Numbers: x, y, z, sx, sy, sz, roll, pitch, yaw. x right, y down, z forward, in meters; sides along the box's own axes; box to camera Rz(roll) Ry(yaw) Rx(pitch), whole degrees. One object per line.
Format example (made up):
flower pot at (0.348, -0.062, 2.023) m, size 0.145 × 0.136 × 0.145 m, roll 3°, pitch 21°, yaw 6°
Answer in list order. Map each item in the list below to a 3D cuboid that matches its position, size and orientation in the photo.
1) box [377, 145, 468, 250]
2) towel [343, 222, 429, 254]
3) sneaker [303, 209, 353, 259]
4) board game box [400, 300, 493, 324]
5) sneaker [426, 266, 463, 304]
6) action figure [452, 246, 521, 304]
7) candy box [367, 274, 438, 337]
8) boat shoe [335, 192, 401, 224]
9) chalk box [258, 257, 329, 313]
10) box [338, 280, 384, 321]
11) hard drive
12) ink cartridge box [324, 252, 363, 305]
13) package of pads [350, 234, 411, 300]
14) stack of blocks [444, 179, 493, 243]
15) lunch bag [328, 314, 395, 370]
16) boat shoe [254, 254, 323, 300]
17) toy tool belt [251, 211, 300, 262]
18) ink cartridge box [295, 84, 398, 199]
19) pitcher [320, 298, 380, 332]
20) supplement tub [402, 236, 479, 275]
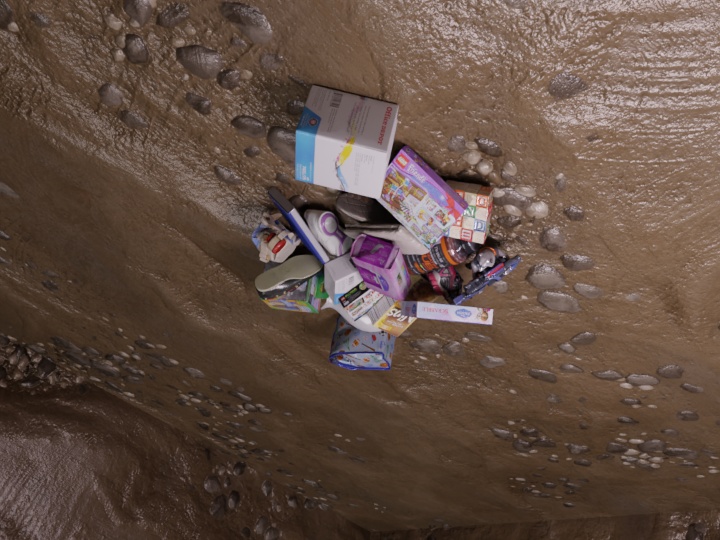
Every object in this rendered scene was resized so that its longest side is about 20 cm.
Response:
box at (0.132, -0.165, 1.511) m, size 0.200 × 0.039 × 0.137 m, roll 44°, pitch 125°, yaw 1°
towel at (0.061, -0.078, 1.630) m, size 0.196 × 0.035 × 0.131 m, roll 4°, pitch 163°, yaw 44°
sneaker at (-0.083, -0.099, 1.765) m, size 0.098 × 0.076 × 0.201 m, roll 20°, pitch 155°, yaw 37°
board game box at (0.216, 0.108, 1.701) m, size 0.193 × 0.043 × 0.199 m, roll 6°, pitch 177°, yaw -7°
sneaker at (0.244, 0.036, 1.765) m, size 0.074 × 0.082 × 0.199 m, roll -30°, pitch 161°, yaw 15°
action figure at (0.291, 0.004, 1.648) m, size 0.106 × 0.197 × 0.194 m, roll 56°, pitch 169°, yaw 16°
candy box at (0.126, 0.087, 1.838) m, size 0.114 × 0.056 × 0.200 m, roll 26°, pitch 115°, yaw -41°
boat shoe at (0.026, -0.130, 1.660) m, size 0.195 × 0.076 × 0.074 m, roll 20°, pitch 145°, yaw -5°
chalk box at (-0.175, 0.044, 1.901) m, size 0.194 × 0.128 × 0.124 m, roll 6°, pitch 163°, yaw 14°
box at (0.041, 0.053, 1.814) m, size 0.198 × 0.035 × 0.110 m, roll -36°, pitch 152°, yaw 0°
hard drive at (-0.161, -0.115, 1.722) m, size 0.132 × 0.025 × 0.201 m, roll 44°, pitch 171°, yaw 46°
ink cartridge box at (0.000, 0.000, 1.800) m, size 0.196 × 0.067 × 0.117 m, roll -25°, pitch 150°, yaw -19°
package of pads at (0.053, -0.005, 1.646) m, size 0.118 × 0.077 × 0.201 m, roll 19°, pitch 161°, yaw 22°
stack of blocks at (0.206, -0.145, 1.546) m, size 0.194 × 0.059 × 0.118 m, roll 12°, pitch 119°, yaw 20°
lunch bag at (0.006, 0.212, 2.047) m, size 0.194 × 0.174 × 0.125 m, roll -3°, pitch 142°, yaw 20°
boat shoe at (-0.194, 0.018, 1.816) m, size 0.197 × 0.075 × 0.064 m, roll -24°, pitch 147°, yaw -11°
toy tool belt at (-0.240, -0.092, 1.738) m, size 0.123 × 0.125 × 0.200 m, roll 44°, pitch 179°, yaw 5°
ink cartridge box at (-0.030, -0.275, 1.421) m, size 0.194 × 0.150 × 0.148 m, roll 13°, pitch 145°, yaw 3°
pitcher at (-0.010, 0.085, 1.935) m, size 0.195 × 0.123 × 0.174 m, roll 23°, pitch 140°, yaw 10°
supplement tub at (0.200, -0.060, 1.662) m, size 0.196 × 0.109 × 0.107 m, roll -17°, pitch 135°, yaw 36°
